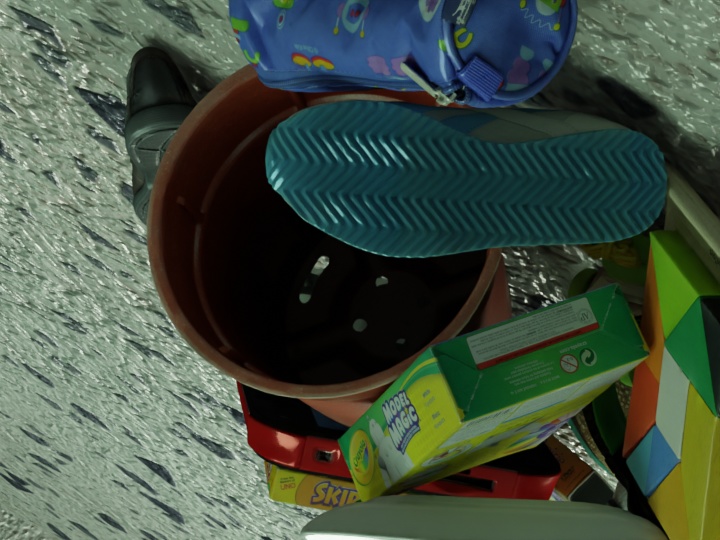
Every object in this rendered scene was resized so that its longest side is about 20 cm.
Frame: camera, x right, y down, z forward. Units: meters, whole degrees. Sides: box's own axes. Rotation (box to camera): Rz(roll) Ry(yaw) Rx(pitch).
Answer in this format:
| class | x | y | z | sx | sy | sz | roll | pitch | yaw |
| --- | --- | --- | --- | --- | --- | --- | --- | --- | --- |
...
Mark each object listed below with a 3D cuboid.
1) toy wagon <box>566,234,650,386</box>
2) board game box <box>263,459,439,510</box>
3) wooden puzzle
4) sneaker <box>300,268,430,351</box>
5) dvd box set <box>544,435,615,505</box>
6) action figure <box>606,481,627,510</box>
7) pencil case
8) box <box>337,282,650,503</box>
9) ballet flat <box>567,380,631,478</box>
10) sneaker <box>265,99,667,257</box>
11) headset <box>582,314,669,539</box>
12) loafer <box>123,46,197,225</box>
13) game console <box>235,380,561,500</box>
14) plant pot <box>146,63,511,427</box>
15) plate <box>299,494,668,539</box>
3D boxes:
| class | x | y | z | sx | sy | sz | roll | pitch | yaw |
| --- | --- | --- | --- | --- | --- | --- | --- | --- | --- |
| toy wagon | 0.189 | 0.032 | 1.311 | 0.154 | 0.040 | 0.200 | 15 | 155 | 44 |
| board game box | 0.038 | 0.136 | 1.461 | 0.198 | 0.030 | 0.096 | 14 | -166 | -10 |
| wooden puzzle | 0.166 | 0.068 | 1.146 | 0.037 | 0.202 | 0.185 | -4 | -158 | -8 |
| sneaker | 0.019 | 0.037 | 1.591 | 0.198 | 0.067 | 0.090 | 12 | 179 | 19 |
| dvd box set | 0.144 | 0.149 | 1.606 | 0.146 | 0.029 | 0.200 | 47 | 176 | -30 |
| action figure | 0.236 | 0.171 | 1.396 | 0.192 | 0.105 | 0.200 | 28 | 164 | 13 |
| pencil case | 0.015 | -0.121 | 1.124 | 0.199 | 0.087 | 0.078 | 11 | 153 | 52 |
| box | 0.064 | 0.073 | 1.242 | 0.049 | 0.116 | 0.200 | 66 | 157 | 14 |
| ballet flat | 0.197 | 0.118 | 1.517 | 0.065 | 0.071 | 0.200 | -12 | 143 | 27 |
| sneaker | 0.049 | -0.047 | 1.167 | 0.198 | 0.077 | 0.081 | 5 | -172 | -10 |
| headset | 0.208 | 0.108 | 1.289 | 0.201 | 0.094 | 0.123 | 54 | 146 | 4 |
| loafer | -0.123 | -0.084 | 1.535 | 0.071 | 0.064 | 0.200 | -11 | 162 | -3 |
| game console | 0.020 | 0.097 | 1.477 | 0.198 | 0.031 | 0.177 | 11 | -165 | -9 |
| plant pot | 0.000 | 0.000 | 1.329 | 0.200 | 0.202 | 0.195 | 26 | 169 | 19 |
| plate | 0.086 | 0.156 | 1.279 | 0.198 | 0.033 | 0.200 | 1 | 162 | 16 |
